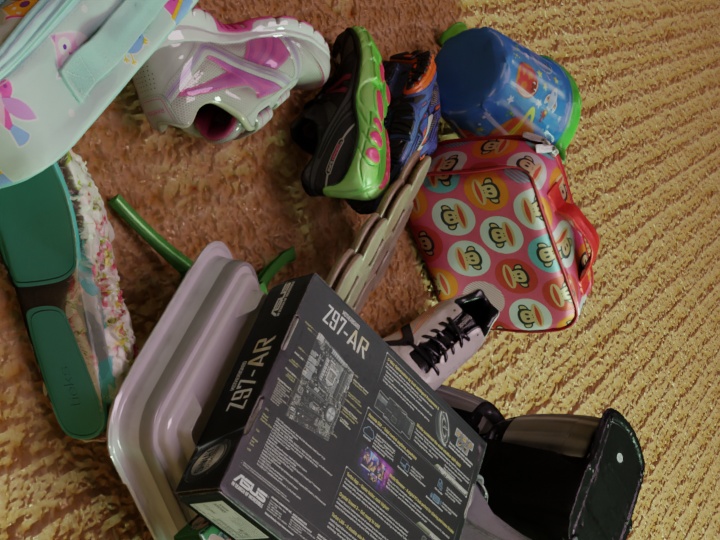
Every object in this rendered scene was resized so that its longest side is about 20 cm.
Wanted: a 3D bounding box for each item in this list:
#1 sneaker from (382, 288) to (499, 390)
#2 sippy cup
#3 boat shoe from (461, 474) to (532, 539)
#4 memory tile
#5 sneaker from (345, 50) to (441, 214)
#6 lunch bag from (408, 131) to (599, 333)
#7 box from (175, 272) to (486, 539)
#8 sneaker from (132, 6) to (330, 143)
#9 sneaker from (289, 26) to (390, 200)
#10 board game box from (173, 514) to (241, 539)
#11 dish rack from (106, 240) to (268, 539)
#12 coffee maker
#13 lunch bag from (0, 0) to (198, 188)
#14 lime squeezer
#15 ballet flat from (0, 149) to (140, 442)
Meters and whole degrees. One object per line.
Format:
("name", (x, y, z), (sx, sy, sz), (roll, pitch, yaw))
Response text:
("sneaker", (0.061, 0.069, 0.960), (0.074, 0.080, 0.200), (50, 34, 0))
("sippy cup", (0.139, -0.180, 1.088), (0.130, 0.177, 0.141), (26, 85, -49))
("boat shoe", (0.060, 0.180, 0.838), (0.070, 0.199, 0.072), (13, 97, -64))
("memory tile", (0.000, 0.000, 0.870), (0.200, 0.017, 0.154), (-55, 169, -47))
("sneaker", (0.039, -0.120, 0.983), (0.079, 0.075, 0.201), (60, 41, -36))
("lunch bag", (0.146, -0.033, 1.032), (0.082, 0.175, 0.201), (-52, 131, -43))
("box", (-0.007, 0.126, 0.685), (0.200, 0.043, 0.161), (45, 49, -29))
("sneaker", (-0.096, -0.137, 0.778), (0.199, 0.081, 0.089), (-10, 94, -49))
("sneaker", (-0.019, -0.138, 0.892), (0.201, 0.083, 0.077), (-88, 165, -46))
("board game box", (-0.025, 0.217, 0.692), (0.134, 0.029, 0.201), (-37, 106, -47))
("dish rack", (-0.091, 0.101, 0.711), (0.201, 0.043, 0.172), (80, 25, -45))
("coffee maker", (0.120, 0.197, 0.927), (0.192, 0.199, 0.136), (-41, 122, -42))
("lunch bag", (-0.178, -0.127, 0.565), (0.077, 0.159, 0.201), (57, 42, -34))
("lime squeezer", (-0.101, -0.002, 0.775), (0.199, 0.037, 0.071), (16, 71, -54))
("ballet flat", (-0.173, 0.005, 0.640), (0.064, 0.075, 0.202), (-41, 128, -63))
